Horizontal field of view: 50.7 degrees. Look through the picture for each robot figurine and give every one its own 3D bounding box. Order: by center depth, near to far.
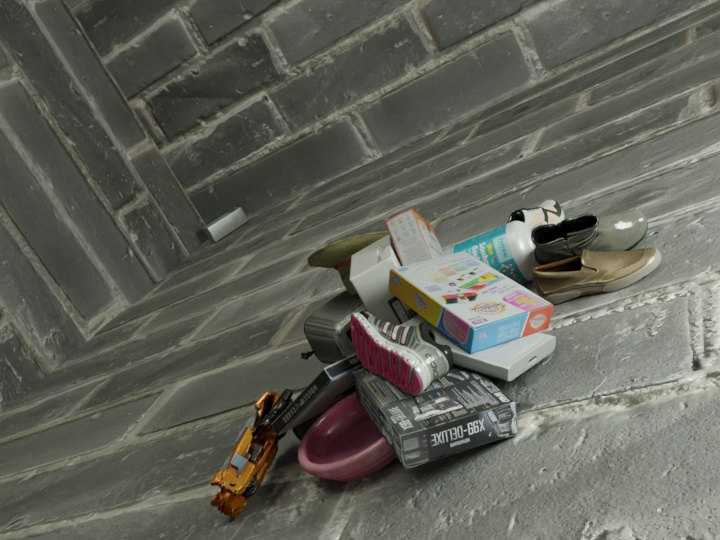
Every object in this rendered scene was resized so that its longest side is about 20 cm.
[{"bbox_3d":[-0.161,0.273,1.177,0.145,0.058,0.200,104,-169,-48],"label":"robot figurine"}]

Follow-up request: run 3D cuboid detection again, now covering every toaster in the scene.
[{"bbox_3d":[-0.014,0.110,1.448,0.200,0.114,0.129,-33,17,-27],"label":"toaster"}]

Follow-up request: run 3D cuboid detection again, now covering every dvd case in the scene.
[{"bbox_3d":[-0.031,0.173,1.166,0.200,0.025,0.150,-16,-28,-54],"label":"dvd case"}]

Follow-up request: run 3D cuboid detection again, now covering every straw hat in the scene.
[{"bbox_3d":[0.000,0.000,1.430,0.200,0.085,0.201,-14,-12,-3],"label":"straw hat"}]

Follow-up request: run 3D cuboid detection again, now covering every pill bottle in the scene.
[{"bbox_3d":[0.252,-0.020,1.373,0.199,0.111,0.111,-23,17,25],"label":"pill bottle"}]

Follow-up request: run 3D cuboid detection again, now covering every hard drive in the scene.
[{"bbox_3d":[0.161,0.101,1.101,0.199,0.026,0.132,14,24,40],"label":"hard drive"}]

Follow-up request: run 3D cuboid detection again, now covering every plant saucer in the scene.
[{"bbox_3d":[0.004,0.242,1.124,0.200,0.051,0.201,-29,16,9],"label":"plant saucer"}]

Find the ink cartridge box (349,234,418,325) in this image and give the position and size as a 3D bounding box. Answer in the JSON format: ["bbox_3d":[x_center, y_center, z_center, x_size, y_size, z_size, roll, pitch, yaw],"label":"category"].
[{"bbox_3d":[0.062,0.057,1.310,0.084,0.201,0.146,-27,15,9],"label":"ink cartridge box"}]

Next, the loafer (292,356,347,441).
[{"bbox_3d":[-0.062,0.226,1.280,0.071,0.073,0.200,-34,8,35],"label":"loafer"}]

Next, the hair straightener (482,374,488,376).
[{"bbox_3d":[0.227,0.102,1.151,0.200,0.041,0.077,-32,21,-34],"label":"hair straightener"}]

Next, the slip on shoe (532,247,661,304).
[{"bbox_3d":[0.369,-0.004,1.203,0.199,0.061,0.076,-19,19,35],"label":"slip on shoe"}]

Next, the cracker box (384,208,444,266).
[{"bbox_3d":[0.120,0.005,1.301,0.058,0.201,0.134,-25,-16,14],"label":"cracker box"}]

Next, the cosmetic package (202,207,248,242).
[{"bbox_3d":[-0.661,-0.225,3.723,0.200,0.085,0.108,-35,17,-21],"label":"cosmetic package"}]

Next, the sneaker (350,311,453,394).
[{"bbox_3d":[0.057,0.105,1.059,0.087,0.074,0.200,-17,25,-26],"label":"sneaker"}]

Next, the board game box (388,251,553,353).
[{"bbox_3d":[0.159,0.040,1.127,0.152,0.041,0.200,-13,31,-30],"label":"board game box"}]

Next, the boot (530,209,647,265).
[{"bbox_3d":[0.373,-0.059,1.221,0.199,0.068,0.131,-18,-16,6],"label":"boot"}]

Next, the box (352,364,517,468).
[{"bbox_3d":[0.094,0.176,1.025,0.157,0.050,0.200,-14,20,-15],"label":"box"}]

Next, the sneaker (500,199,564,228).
[{"bbox_3d":[0.345,-0.100,1.516,0.074,0.080,0.200,-17,19,43],"label":"sneaker"}]
